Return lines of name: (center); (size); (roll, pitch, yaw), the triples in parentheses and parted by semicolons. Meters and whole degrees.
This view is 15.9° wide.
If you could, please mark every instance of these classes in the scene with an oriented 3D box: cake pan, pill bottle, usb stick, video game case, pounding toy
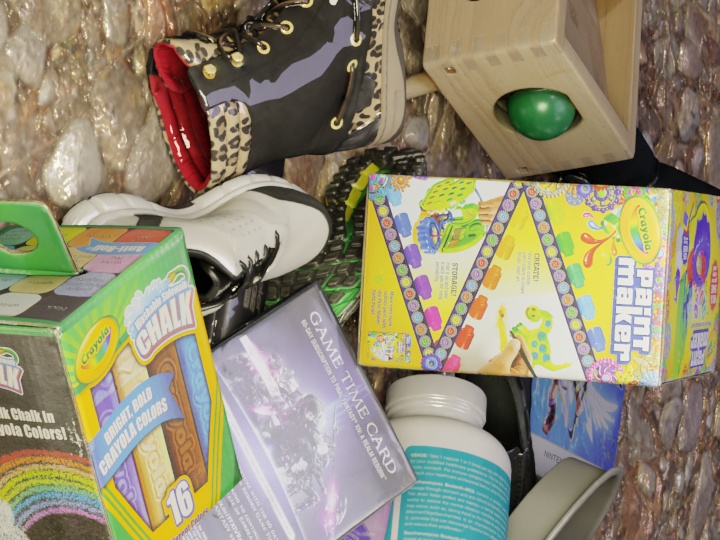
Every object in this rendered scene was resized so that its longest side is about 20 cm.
cake pan: (0.116, 0.214, 1.846); (0.200, 0.037, 0.200); (-50, 164, -20)
pill bottle: (0.043, 0.174, 1.721); (0.111, 0.110, 0.201); (45, 44, -51)
usb stick: (-0.074, -0.016, 1.604); (0.055, 0.033, 0.201); (27, 68, -63)
video game case: (-0.066, 0.114, 1.544); (0.200, 0.019, 0.143); (-34, 101, -37)
video game case: (0.150, 0.068, 1.978); (0.181, 0.045, 0.201); (29, 66, -58)
pounding toy: (0.099, -0.161, 1.819); (0.184, 0.142, 0.201); (49, 40, -50)

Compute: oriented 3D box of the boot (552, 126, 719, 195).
boot: (0.209, -0.068, 1.930); (0.077, 0.200, 0.168); (-58, 144, -13)

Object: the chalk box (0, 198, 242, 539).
chalk box: (-0.161, 0.049, 1.367); (0.124, 0.124, 0.201); (-41, 127, -51)

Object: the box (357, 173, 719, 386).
box: (0.120, 0.005, 1.648); (0.200, 0.192, 0.122); (0, 94, -73)

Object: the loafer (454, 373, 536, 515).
loafer: (0.088, 0.119, 1.830); (0.070, 0.068, 0.201); (-47, 145, -57)

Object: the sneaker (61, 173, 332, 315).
sneaker: (-0.085, -0.005, 1.500); (0.200, 0.080, 0.074); (-12, 127, -46)

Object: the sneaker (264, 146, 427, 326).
sneaker: (0.000, 0.000, 1.685); (0.200, 0.078, 0.085); (-49, 133, -48)

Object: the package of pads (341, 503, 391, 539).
package of pads: (-0.047, 0.194, 1.618); (0.120, 0.075, 0.201); (39, 58, -49)

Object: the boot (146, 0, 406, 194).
boot: (-0.053, -0.150, 1.545); (0.150, 0.073, 0.201); (-23, 120, -30)
